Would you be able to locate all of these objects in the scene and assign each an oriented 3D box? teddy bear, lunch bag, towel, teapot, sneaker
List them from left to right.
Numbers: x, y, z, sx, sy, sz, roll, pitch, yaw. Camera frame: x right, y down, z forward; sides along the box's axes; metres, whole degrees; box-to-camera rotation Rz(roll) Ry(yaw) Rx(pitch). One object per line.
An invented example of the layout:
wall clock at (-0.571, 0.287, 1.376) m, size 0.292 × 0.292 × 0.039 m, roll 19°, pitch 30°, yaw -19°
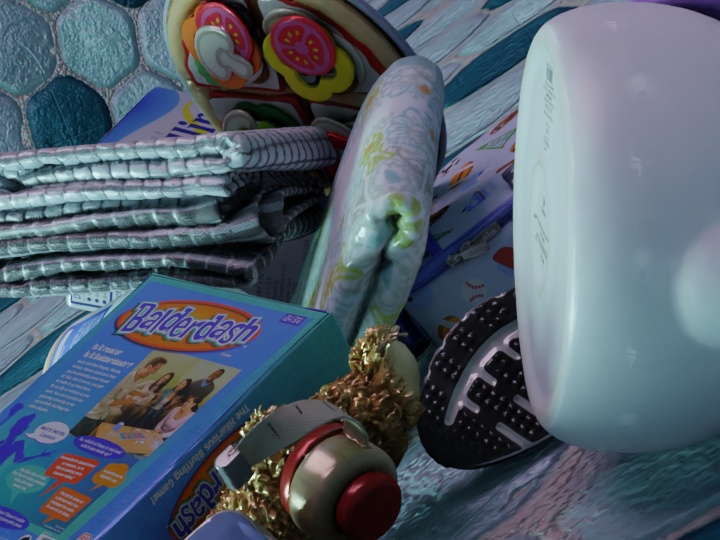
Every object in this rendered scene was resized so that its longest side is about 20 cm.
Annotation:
towel at (-0.124, -0.034, 1.149) m, size 0.199 × 0.086 × 0.166 m, roll -4°, pitch 5°, yaw 16°
teddy bear at (-0.037, 0.109, 0.891) m, size 0.201 × 0.067 × 0.145 m, roll -56°, pitch -10°, yaw -8°
towel at (0.000, 0.000, 1.095) m, size 0.172 × 0.048 × 0.201 m, roll -86°, pitch 14°, yaw -58°
lunch bag at (0.078, -0.025, 1.187) m, size 0.160 × 0.076 × 0.200 m, roll -38°, pitch 11°, yaw 3°
sneaker at (0.106, 0.026, 0.967) m, size 0.200 × 0.074 × 0.080 m, roll -44°, pitch -15°, yaw -13°
teapot at (0.144, -0.018, 0.812) m, size 0.145 × 0.201 × 0.198 m, roll -1°, pitch -30°, yaw -4°

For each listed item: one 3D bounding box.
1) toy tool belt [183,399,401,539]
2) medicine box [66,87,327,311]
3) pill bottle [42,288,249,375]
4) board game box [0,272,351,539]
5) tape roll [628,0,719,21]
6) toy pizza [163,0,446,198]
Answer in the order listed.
toy tool belt at (-0.031, 0.157, 0.760) m, size 0.200 × 0.125 × 0.123 m, roll -43°, pitch 45°, yaw -18°
medicine box at (-0.083, -0.038, 1.369) m, size 0.199 × 0.104 × 0.182 m, roll 11°, pitch 25°, yaw 8°
pill bottle at (-0.121, 0.064, 1.205) m, size 0.112 × 0.112 × 0.200 m, roll -41°, pitch 8°, yaw -23°
board game box at (-0.117, 0.087, 0.971) m, size 0.152 × 0.045 × 0.200 m, roll 11°, pitch 47°, yaw 48°
tape roll at (0.218, -0.116, 0.846) m, size 0.200 × 0.199 × 0.066 m, roll 179°, pitch 106°, yaw -69°
toy pizza at (-0.040, -0.108, 1.202) m, size 0.200 × 0.200 × 0.032 m, roll -20°, pitch 30°, yaw 52°
